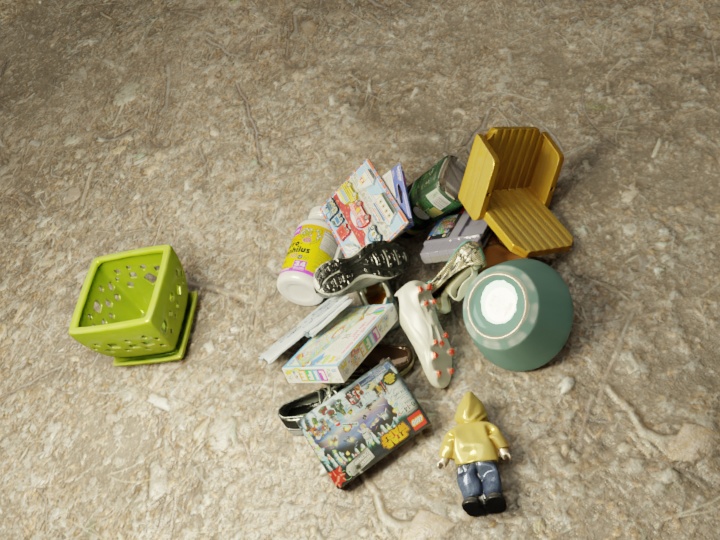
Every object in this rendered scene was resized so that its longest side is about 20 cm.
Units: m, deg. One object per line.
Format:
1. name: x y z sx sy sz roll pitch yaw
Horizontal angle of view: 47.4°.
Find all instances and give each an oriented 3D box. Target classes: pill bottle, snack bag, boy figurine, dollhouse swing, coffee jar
1. pill bottle: -0.099 -0.035 1.711 0.103 0.105 0.202 1 53 23
2. snack bag: -0.108 0.115 1.576 0.199 0.022 0.188 -39 6 -11
3. boy figurine: 0.184 0.297 1.351 0.123 0.065 0.202 -16 48 11
4. dollhouse swing: 0.319 -0.150 1.537 0.198 0.184 0.176 -7 33 -36
5. coffee jar: 0.135 -0.143 1.653 0.199 0.085 0.105 -32 27 52

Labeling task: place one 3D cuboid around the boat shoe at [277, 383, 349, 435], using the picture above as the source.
1. boat shoe: -0.055 0.241 1.495 0.196 0.068 0.074 -14 49 13

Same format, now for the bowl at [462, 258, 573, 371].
1. bowl: 0.256 0.069 1.421 0.198 0.104 0.204 -9 75 34

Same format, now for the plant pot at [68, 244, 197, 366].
1. plant pot: -0.458 0.088 1.715 0.197 0.182 0.201 -8 51 17

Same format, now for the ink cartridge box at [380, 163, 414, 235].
1. ink cartridge box: 0.048 -0.120 1.658 0.200 0.041 0.121 -35 60 53

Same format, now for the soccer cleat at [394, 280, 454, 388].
1. soccer cleat: 0.116 0.119 1.499 0.077 0.069 0.203 -26 73 43

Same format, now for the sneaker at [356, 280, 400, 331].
1. sneaker: 0.022 0.026 1.625 0.076 0.081 0.201 -29 48 -3

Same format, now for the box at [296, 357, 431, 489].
1. box: 0.006 0.265 1.427 0.199 0.040 0.138 -34 80 -6

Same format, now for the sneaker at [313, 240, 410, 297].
1. sneaker: 0.000 0.000 1.552 0.197 0.079 0.075 -17 76 -15

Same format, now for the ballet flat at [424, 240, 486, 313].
1. ballet flat: 0.162 0.031 1.521 0.200 0.067 0.076 -48 49 33

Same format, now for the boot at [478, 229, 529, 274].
1. boot: 0.244 -0.004 1.556 0.153 0.077 0.202 -17 47 8

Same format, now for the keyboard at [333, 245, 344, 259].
1. keyboard: -0.027 -0.043 1.720 0.011 0.056 0.202 -8 49 34

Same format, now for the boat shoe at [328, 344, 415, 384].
1. boat shoe: 0.000 0.169 1.524 0.199 0.075 0.076 -11 49 15

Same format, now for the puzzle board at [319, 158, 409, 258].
1. puzzle board: 0.002 -0.110 1.631 0.151 0.017 0.201 -45 50 19

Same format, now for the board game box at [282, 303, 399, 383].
1. board game box: -0.034 0.131 1.485 0.133 0.035 0.200 -7 26 39

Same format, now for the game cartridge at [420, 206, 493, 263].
1. game cartridge: 0.205 -0.088 1.618 0.128 0.039 0.201 -3 34 33
